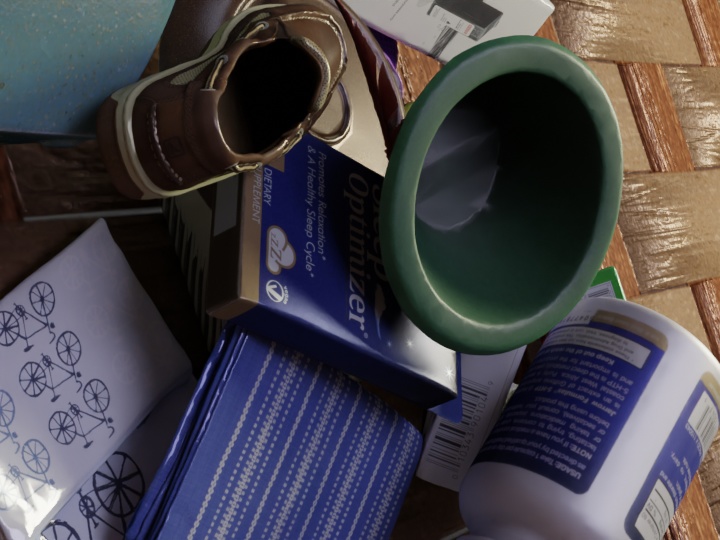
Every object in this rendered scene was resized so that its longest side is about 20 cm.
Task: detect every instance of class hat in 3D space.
[{"bbox_3d":[0.040,-0.069,0.895,0.164,0.176,0.202,9,97,-34],"label":"hat"}]

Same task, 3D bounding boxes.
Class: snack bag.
[{"bbox_3d":[-0.134,0.096,0.800,0.201,0.021,0.189,61,34,-14],"label":"snack bag"}]

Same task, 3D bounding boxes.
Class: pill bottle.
[{"bbox_3d":[0.128,0.128,0.906,0.120,0.119,0.201,49,62,-28],"label":"pill bottle"}]

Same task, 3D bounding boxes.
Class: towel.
[{"bbox_3d":[-0.041,0.122,0.854,0.200,0.024,0.146,41,68,-48],"label":"towel"}]

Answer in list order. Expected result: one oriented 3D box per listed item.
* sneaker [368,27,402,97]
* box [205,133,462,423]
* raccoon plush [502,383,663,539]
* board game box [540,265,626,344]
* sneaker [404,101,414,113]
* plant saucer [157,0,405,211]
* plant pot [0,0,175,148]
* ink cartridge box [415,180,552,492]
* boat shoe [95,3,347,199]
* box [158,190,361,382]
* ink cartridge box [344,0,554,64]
[{"bbox_3d":[-0.004,-0.124,1.045,0.081,0.088,0.201,55,35,-18],"label":"sneaker"},{"bbox_3d":[0.000,0.000,0.850,0.199,0.032,0.122,27,51,-40],"label":"box"},{"bbox_3d":[0.134,0.160,1.039,0.134,0.096,0.202,95,-18,-68],"label":"raccoon plush"},{"bbox_3d":[0.180,0.083,1.146,0.200,0.040,0.155,97,-25,-85],"label":"board game box"},{"bbox_3d":[0.060,-0.042,1.093,0.071,0.082,0.202,19,62,-49],"label":"sneaker"},{"bbox_3d":[-0.034,-0.098,0.906,0.199,0.032,0.202,20,61,-41],"label":"plant saucer"},{"bbox_3d":[-0.198,-0.158,0.702,0.196,0.194,0.202,-2,93,-55],"label":"plant pot"},{"bbox_3d":[0.088,0.022,1.014,0.200,0.043,0.200,-67,176,-77],"label":"ink cartridge box"},{"bbox_3d":[-0.044,-0.086,0.747,0.202,0.074,0.075,-48,122,-54],"label":"boat shoe"},{"bbox_3d":[-0.063,-0.017,0.919,0.082,0.068,0.202,-13,84,-53],"label":"box"},{"bbox_3d":[0.031,-0.233,1.112,0.199,0.084,0.145,17,31,-52],"label":"ink cartridge box"}]
